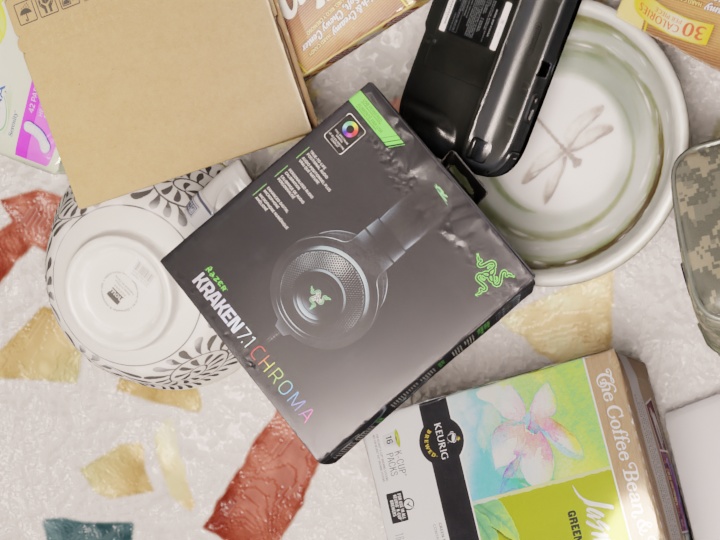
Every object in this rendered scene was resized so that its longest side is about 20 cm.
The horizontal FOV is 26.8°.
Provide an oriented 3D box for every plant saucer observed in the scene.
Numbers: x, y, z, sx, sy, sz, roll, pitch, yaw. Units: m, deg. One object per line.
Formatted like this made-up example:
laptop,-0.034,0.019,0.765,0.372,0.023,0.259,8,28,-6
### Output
plant saucer,0.138,-0.090,1.067,0.198,0.050,0.203,1,91,24

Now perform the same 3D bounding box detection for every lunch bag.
lunch bag,0.308,-0.010,0.995,0.198,0.168,0.141,-15,60,16

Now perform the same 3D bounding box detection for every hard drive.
hard drive,0.318,0.127,1.043,0.199,0.025,0.133,-25,56,25

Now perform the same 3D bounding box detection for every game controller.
game controller,0.094,-0.170,1.044,0.104,0.042,0.202,28,102,37

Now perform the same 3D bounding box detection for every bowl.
bowl,-0.168,0.008,1.163,0.199,0.094,0.203,4,104,14

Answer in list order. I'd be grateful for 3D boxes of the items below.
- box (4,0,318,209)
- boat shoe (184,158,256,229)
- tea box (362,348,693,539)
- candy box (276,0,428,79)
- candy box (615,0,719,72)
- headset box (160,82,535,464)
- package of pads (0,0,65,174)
box,-0.144,-0.148,1.085,0.198,0.021,0.165,-16,98,20
boat shoe,-0.038,0.000,1.118,0.065,0.074,0.200,-44,114,10
tea box,0.127,0.180,1.071,0.195,0.133,0.202,-18,77,17
candy box,-0.063,-0.194,1.100,0.199,0.055,0.116,-30,93,19
candy box,0.256,-0.225,0.943,0.115,0.055,0.201,32,113,19
headset box,0.000,0.000,1.021,0.200,0.093,0.175,-39,82,0
package of pads,-0.266,-0.191,1.158,0.153,0.068,0.202,21,106,9
